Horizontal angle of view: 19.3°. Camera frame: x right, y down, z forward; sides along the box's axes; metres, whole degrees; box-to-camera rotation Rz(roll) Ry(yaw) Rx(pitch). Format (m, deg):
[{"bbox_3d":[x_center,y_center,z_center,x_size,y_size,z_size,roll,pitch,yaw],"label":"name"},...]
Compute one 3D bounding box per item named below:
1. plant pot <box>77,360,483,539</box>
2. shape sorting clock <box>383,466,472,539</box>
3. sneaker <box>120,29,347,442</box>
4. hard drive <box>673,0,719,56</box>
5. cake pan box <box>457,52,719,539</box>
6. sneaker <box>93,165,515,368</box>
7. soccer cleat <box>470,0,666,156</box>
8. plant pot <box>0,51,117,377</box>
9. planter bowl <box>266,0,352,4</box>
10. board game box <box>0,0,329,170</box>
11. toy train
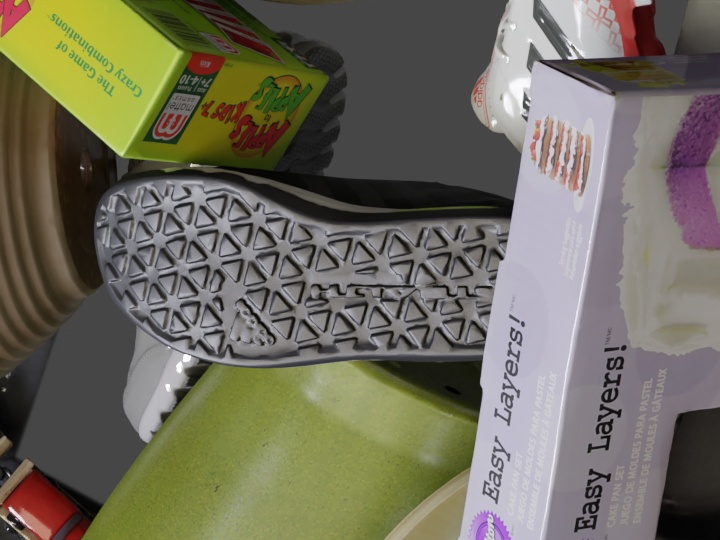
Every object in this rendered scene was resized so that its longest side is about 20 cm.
[{"bbox_3d":[-0.014,0.108,0.877,0.200,0.200,0.193,29,106,9],"label":"plant pot"},{"bbox_3d":[0.068,0.147,0.816,0.039,0.199,0.201,36,129,52],"label":"shape sorting clock"},{"bbox_3d":[-0.067,-0.020,0.912,0.082,0.075,0.201,31,115,26],"label":"sneaker"},{"bbox_3d":[0.215,-0.051,0.803,0.199,0.026,0.132,18,116,13],"label":"hard drive"},{"bbox_3d":[0.131,0.022,0.746,0.052,0.184,0.201,37,124,54],"label":"cake pan box"},{"bbox_3d":[0.000,0.000,0.796,0.199,0.083,0.072,8,101,15],"label":"sneaker"},{"bbox_3d":[0.077,-0.092,0.794,0.085,0.069,0.201,-6,109,24],"label":"soccer cleat"},{"bbox_3d":[-0.155,-0.037,0.863,0.092,0.201,0.202,-2,110,7],"label":"plant pot"},{"bbox_3d":[-0.031,-0.186,0.784,0.200,0.135,0.201,8,113,18],"label":"planter bowl"},{"bbox_3d":[-0.117,-0.116,0.826,0.200,0.101,0.048,41,108,24],"label":"board game box"},{"bbox_3d":[-0.149,0.116,0.996,0.200,0.046,0.034,42,81,1],"label":"toy train"}]
